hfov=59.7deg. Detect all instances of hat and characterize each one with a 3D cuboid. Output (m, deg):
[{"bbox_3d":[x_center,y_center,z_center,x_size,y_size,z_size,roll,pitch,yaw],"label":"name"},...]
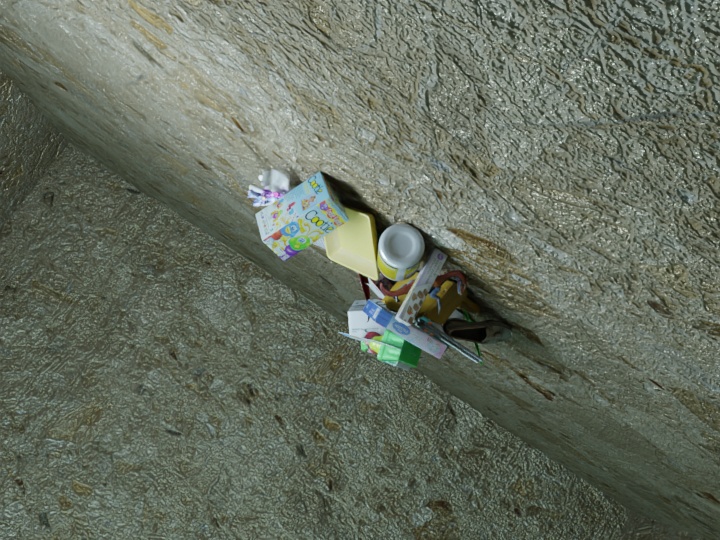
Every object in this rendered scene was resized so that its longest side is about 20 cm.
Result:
[{"bbox_3d":[0.000,0.000,1.747,0.199,0.177,0.166,34,156,-1],"label":"hat"}]

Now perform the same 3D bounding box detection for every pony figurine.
[{"bbox_3d":[-0.218,-0.198,1.708,0.192,0.168,0.199,-9,-161,-42],"label":"pony figurine"}]

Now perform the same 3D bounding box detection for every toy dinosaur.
[{"bbox_3d":[0.176,0.050,1.587,0.106,0.181,0.200,64,-164,23],"label":"toy dinosaur"}]

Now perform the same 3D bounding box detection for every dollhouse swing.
[{"bbox_3d":[0.207,0.108,1.781,0.199,0.182,0.176,16,149,52],"label":"dollhouse swing"}]

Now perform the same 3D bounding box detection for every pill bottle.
[{"bbox_3d":[0.098,-0.037,1.578,0.112,0.112,0.200,31,168,7],"label":"pill bottle"}]

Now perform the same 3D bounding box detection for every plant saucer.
[{"bbox_3d":[-0.021,-0.094,1.667,0.199,0.048,0.201,25,136,39],"label":"plant saucer"}]

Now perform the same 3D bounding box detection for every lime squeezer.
[{"bbox_3d":[0.343,0.191,1.945,0.037,0.071,0.201,-9,114,27],"label":"lime squeezer"}]

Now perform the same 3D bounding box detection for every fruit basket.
[{"bbox_3d":[0.062,0.218,1.755,0.199,0.094,0.185,3,164,36],"label":"fruit basket"}]

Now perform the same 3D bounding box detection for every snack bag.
[{"bbox_3d":[0.239,0.191,1.749,0.188,0.021,0.200,32,180,-2],"label":"snack bag"}]

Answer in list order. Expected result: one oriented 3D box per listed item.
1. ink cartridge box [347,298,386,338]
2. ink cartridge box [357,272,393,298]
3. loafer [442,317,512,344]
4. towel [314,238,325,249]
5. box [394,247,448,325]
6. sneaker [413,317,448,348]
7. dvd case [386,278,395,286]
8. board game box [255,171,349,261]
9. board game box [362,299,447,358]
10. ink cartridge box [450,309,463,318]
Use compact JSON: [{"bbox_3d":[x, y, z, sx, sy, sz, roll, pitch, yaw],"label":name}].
[{"bbox_3d":[0.044,0.143,1.921,0.144,0.084,0.200,-4,-174,6],"label":"ink cartridge box"},{"bbox_3d":[0.054,0.036,1.969,0.109,0.050,0.200,49,175,-8],"label":"ink cartridge box"},{"bbox_3d":[0.329,0.177,1.746,0.198,0.072,0.063,6,-161,-5],"label":"loafer"},{"bbox_3d":[-0.152,-0.141,1.880,0.165,0.086,0.200,26,166,27],"label":"towel"},{"bbox_3d":[0.149,0.041,1.538,0.039,0.201,0.041,31,169,-6],"label":"box"},{"bbox_3d":[0.195,0.181,1.898,0.200,0.080,0.071,43,166,-15],"label":"sneaker"},{"bbox_3d":[0.128,0.098,2.045,0.201,0.016,0.149,59,174,12],"label":"dvd case"},{"bbox_3d":[-0.146,-0.133,1.565,0.103,0.199,0.105,46,-163,-47],"label":"board game box"},{"bbox_3d":[0.112,0.151,1.660,0.198,0.044,0.200,29,179,-9],"label":"board game box"},{"bbox_3d":[0.219,0.119,1.959,0.199,0.068,0.117,36,168,15],"label":"ink cartridge box"}]
